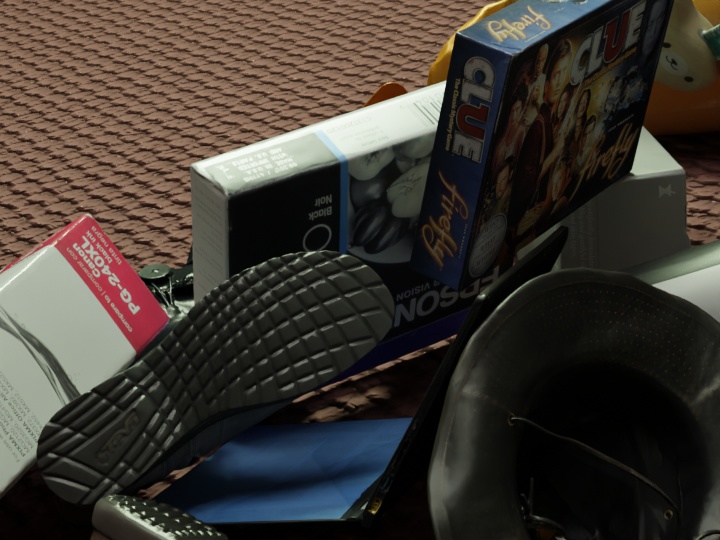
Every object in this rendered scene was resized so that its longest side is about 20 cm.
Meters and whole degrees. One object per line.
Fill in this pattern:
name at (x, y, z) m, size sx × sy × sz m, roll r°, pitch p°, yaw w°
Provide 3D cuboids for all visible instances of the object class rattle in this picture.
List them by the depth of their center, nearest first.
rattle at (0.167, -0.134, 1.219) m, size 0.199 × 0.131 × 0.143 m, roll 35°, pitch 47°, yaw 15°

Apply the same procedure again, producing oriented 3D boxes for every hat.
hat at (0.109, 0.105, 0.889) m, size 0.200 × 0.202 × 0.081 m, roll -18°, pitch -14°, yaw -24°

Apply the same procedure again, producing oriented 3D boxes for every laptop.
laptop at (-0.003, 0.053, 0.983) m, size 0.115 × 0.201 × 0.187 m, roll 30°, pitch 19°, yaw 10°

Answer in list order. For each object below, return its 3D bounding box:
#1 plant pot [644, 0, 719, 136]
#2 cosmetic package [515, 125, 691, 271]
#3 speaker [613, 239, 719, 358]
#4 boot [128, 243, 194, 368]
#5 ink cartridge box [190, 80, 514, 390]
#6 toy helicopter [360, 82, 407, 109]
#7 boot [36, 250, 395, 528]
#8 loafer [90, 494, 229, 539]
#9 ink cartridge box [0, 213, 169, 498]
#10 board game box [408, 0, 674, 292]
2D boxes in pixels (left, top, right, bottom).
plant pot at (0.264, -0.185, 1.430) m, size 0.182 × 0.201 × 0.200 m, roll -15°, pitch 20°, yaw 22°
cosmetic package at (0.144, -0.044, 1.228) m, size 0.089 × 0.108 × 0.200 m, roll -7°, pitch 21°, yaw -4°
speaker at (0.206, 0.018, 0.942) m, size 0.199 × 0.082 × 0.081 m, roll -18°, pitch 19°, yaw 19°
boot at (-0.125, 0.004, 1.232) m, size 0.167 × 0.077 × 0.200 m, roll -10°, pitch 30°, yaw -16°
ink cartridge box at (0.000, 0.000, 1.077) m, size 0.197 × 0.201 × 0.043 m, roll -21°, pitch 46°, yaw -25°
toy helicopter at (-0.028, -0.074, 1.394) m, size 0.199 × 0.079 × 0.133 m, roll -14°, pitch 28°, yaw 16°
boot at (-0.079, 0.061, 0.990) m, size 0.199 × 0.070 × 0.132 m, roll -27°, pitch -9°, yaw -9°
loafer at (-0.052, 0.172, 0.862) m, size 0.199 × 0.071 × 0.073 m, roll 27°, pitch 7°, yaw 38°
ink cartridge box at (-0.215, 0.070, 1.034) m, size 0.145 × 0.084 × 0.200 m, roll -30°, pitch 10°, yaw 31°
board game box at (0.102, -0.087, 1.024) m, size 0.034 × 0.136 × 0.200 m, roll 25°, pitch 34°, yaw 24°
